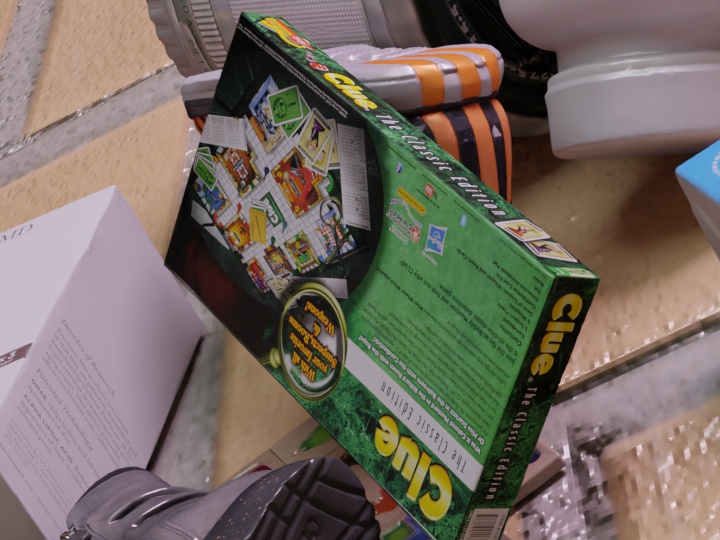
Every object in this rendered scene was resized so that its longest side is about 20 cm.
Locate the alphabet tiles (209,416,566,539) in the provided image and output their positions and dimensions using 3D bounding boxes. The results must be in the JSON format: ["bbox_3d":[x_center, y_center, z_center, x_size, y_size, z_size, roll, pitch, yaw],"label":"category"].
[{"bbox_3d":[-0.010,0.103,0.871,0.167,0.008,0.200,-36,25,-9],"label":"alphabet tiles"}]

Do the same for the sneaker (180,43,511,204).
[{"bbox_3d":[-0.007,-0.026,0.973,0.077,0.112,0.200,-13,11,-24],"label":"sneaker"}]

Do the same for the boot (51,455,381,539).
[{"bbox_3d":[-0.091,0.134,0.835,0.132,0.070,0.200,-10,22,45],"label":"boot"}]

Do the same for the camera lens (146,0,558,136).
[{"bbox_3d":[0.019,-0.137,1.098,0.200,0.160,0.160,3,42,52],"label":"camera lens"}]

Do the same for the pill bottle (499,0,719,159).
[{"bbox_3d":[0.103,-0.145,0.959,0.113,0.200,0.113,-5,-3,0],"label":"pill bottle"}]

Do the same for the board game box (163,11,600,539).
[{"bbox_3d":[0.000,0.000,0.869,0.200,0.023,0.105,43,119,45],"label":"board game box"}]

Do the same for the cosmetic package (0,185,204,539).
[{"bbox_3d":[-0.144,0.060,1.011,0.113,0.081,0.200,-23,25,20],"label":"cosmetic package"}]

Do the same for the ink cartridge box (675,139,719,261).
[{"bbox_3d":[0.215,-0.045,0.811,0.200,0.067,0.116,-34,25,-5],"label":"ink cartridge box"}]
